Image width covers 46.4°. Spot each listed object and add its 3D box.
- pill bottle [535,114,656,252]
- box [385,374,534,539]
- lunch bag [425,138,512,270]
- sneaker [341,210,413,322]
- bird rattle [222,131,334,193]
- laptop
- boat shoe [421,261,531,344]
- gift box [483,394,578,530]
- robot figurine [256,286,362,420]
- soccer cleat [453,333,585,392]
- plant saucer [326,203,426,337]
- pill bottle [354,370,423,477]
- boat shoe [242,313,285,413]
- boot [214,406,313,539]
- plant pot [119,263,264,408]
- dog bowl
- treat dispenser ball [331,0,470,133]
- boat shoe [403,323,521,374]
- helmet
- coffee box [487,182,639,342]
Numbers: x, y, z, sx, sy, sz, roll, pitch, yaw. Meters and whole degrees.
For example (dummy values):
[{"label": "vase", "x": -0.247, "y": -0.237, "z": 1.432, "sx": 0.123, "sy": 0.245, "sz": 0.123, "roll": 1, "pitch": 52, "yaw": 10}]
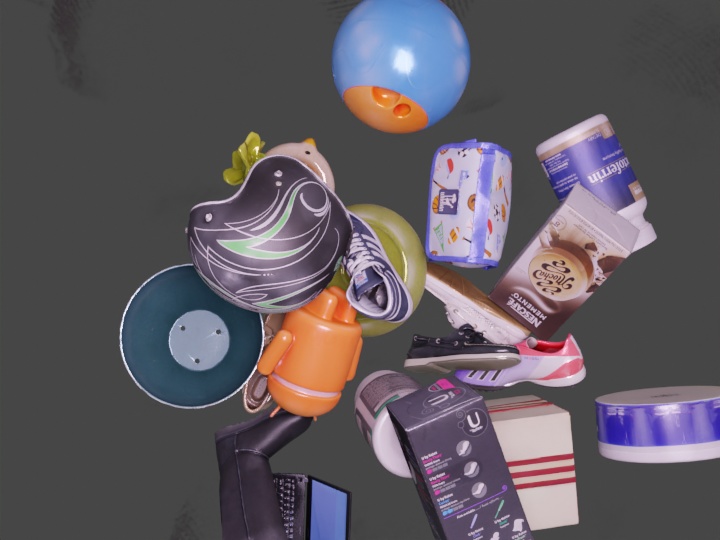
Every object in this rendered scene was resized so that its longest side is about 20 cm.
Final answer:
[{"label": "pill bottle", "x": 0.352, "y": -0.118, "z": 1.245, "sx": 0.115, "sy": 0.116, "sz": 0.201, "roll": -26, "pitch": 90, "yaw": 0}, {"label": "box", "x": 0.122, "y": 0.251, "z": 1.049, "sx": 0.105, "sy": 0.122, "sz": 0.201, "roll": -22, "pitch": 100, "yaw": -8}, {"label": "lunch bag", "x": 0.156, "y": -0.090, "z": 1.205, "sx": 0.123, "sy": 0.200, "sz": 0.172, "roll": 6, "pitch": 91, "yaw": 0}, {"label": "sneaker", "x": -0.004, "y": -0.012, "z": 1.188, "sx": 0.070, "sy": 0.108, "sz": 0.201, "roll": -39, "pitch": 78, "yaw": 14}, {"label": "bird rattle", "x": -0.114, "y": -0.114, "z": 1.259, "sx": 0.162, "sy": 0.113, "sz": 0.201, "roll": -24, "pitch": 92, "yaw": -12}, {"label": "laptop", "x": -0.114, "y": 0.402, "z": 1.255, "sx": 0.198, "sy": 0.103, "sz": 0.179, "roll": 2, "pitch": 89, "yaw": 1}, {"label": "boat shoe", "x": 0.158, "y": 0.060, "z": 1.270, "sx": 0.199, "sy": 0.071, "sz": 0.070, "roll": 33, "pitch": 115, "yaw": 4}, {"label": "gift box", "x": 0.191, "y": 0.264, "z": 1.220, "sx": 0.185, "sy": 0.185, "sz": 0.202, "roll": -7, "pitch": 87, "yaw": -8}, {"label": "robot figurine", "x": -0.069, "y": 0.122, "z": 1.207, "sx": 0.116, "sy": 0.144, "sz": 0.202, "roll": 20, "pitch": 100, "yaw": 12}, {"label": "soccer cleat", "x": 0.229, "y": 0.133, "z": 1.240, "sx": 0.198, "sy": 0.068, "sz": 0.074, "roll": -6, "pitch": 111, "yaw": 29}, {"label": "plant saucer", "x": 0.000, "y": 0.000, "z": 1.260, "sx": 0.198, "sy": 0.031, "sz": 0.202, "roll": 0, "pitch": 90, "yaw": 18}, {"label": "pill bottle", "x": 0.054, "y": 0.209, "z": 1.197, "sx": 0.112, "sy": 0.200, "sz": 0.114, "roll": -1, "pitch": 97, "yaw": -10}, {"label": "boat shoe", "x": -0.127, "y": 0.121, "z": 1.274, "sx": 0.071, "sy": 0.065, "sz": 0.202, "roll": 17, "pitch": 90, "yaw": 1}, {"label": "boot", "x": -0.131, "y": 0.308, "z": 1.220, "sx": 0.164, "sy": 0.066, "sz": 0.201, "roll": -23, "pitch": 47, "yaw": 10}, {"label": "plant pot", "x": -0.242, "y": 0.099, "z": 1.233, "sx": 0.198, "sy": 0.135, "sz": 0.202, "roll": 1, "pitch": 82, "yaw": -7}, {"label": "dog bowl", "x": 0.439, "y": 0.216, "z": 1.201, "sx": 0.198, "sy": 0.200, "sz": 0.080, "roll": -6, "pitch": 86, "yaw": 1}, {"label": "treat dispenser ball", "x": 0.058, "y": -0.298, "z": 1.205, "sx": 0.199, "sy": 0.201, "sz": 0.203, "roll": 0, "pitch": 90, "yaw": 1}, {"label": "boat shoe", "x": 0.149, "y": 0.112, "z": 1.233, "sx": 0.074, "sy": 0.199, "sz": 0.067, "roll": 23, "pitch": 66, "yaw": -36}, {"label": "helmet", "x": -0.126, "y": -0.038, "z": 1.123, "sx": 0.200, "sy": 0.200, "sz": 0.191, "roll": 43, "pitch": 71, "yaw": 0}, {"label": "coffee box", "x": 0.289, "y": -0.008, "z": 1.209, "sx": 0.113, "sy": 0.080, "sz": 0.201, "roll": 37, "pitch": 128, "yaw": 5}]
